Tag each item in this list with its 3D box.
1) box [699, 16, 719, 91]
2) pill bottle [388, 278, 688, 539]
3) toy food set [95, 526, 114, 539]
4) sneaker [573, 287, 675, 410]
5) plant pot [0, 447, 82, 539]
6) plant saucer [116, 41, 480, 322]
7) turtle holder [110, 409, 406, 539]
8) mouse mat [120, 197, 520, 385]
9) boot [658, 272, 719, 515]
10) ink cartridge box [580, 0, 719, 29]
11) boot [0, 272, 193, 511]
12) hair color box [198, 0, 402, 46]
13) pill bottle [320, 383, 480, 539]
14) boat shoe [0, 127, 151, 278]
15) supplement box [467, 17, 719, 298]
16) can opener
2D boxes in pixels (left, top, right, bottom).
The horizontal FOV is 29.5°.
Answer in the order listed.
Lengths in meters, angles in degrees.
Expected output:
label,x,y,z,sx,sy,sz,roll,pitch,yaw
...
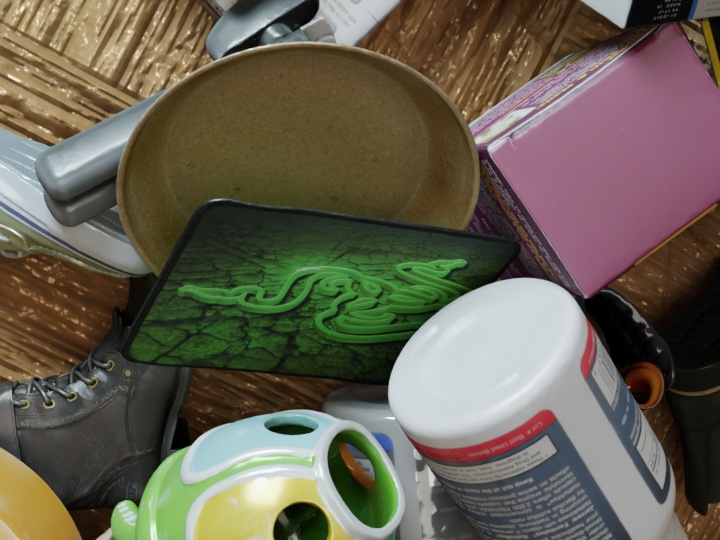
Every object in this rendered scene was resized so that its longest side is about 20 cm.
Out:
label,x,y,z,sx,sy,sz,roll,pitch,yaw
box,0.265,-0.098,0.856,0.049,0.200,0.161,-12,101,23
pill bottle,0.112,0.115,0.789,0.119,0.120,0.200,-37,118,-6
toy food set,-0.136,0.241,0.816,0.048,0.200,0.199,5,110,18
sneaker,0.147,0.103,0.887,0.077,0.112,0.201,-16,101,-34
plant pot,-0.271,0.214,0.755,0.199,0.183,0.201,2,108,7
plant saucer,-0.034,-0.053,0.757,0.199,0.036,0.201,-4,134,-4
turtle holder,-0.056,0.145,0.760,0.131,0.185,0.142,-33,67,24
mouse mat,-0.024,0.018,0.791,0.199,0.161,0.008,6,52,-26
boot,0.283,0.064,0.951,0.199,0.077,0.139,-30,125,-21
ink cartridge box,0.130,-0.201,0.782,0.099,0.200,0.039,-13,131,-27
boot,-0.192,0.078,0.845,0.173,0.069,0.201,-2,98,-12
hair color box,-0.003,-0.212,0.857,0.200,0.061,0.099,-45,102,-5
pill bottle,0.037,0.176,0.880,0.113,0.114,0.201,-5,97,-11
boat shoe,-0.209,-0.042,0.823,0.199,0.072,0.062,28,114,6
supplement box,0.131,-0.065,0.826,0.131,0.200,0.103,-35,96,-5
can opener,-0.098,-0.095,0.787,0.200,0.053,0.066,-35,63,-19
